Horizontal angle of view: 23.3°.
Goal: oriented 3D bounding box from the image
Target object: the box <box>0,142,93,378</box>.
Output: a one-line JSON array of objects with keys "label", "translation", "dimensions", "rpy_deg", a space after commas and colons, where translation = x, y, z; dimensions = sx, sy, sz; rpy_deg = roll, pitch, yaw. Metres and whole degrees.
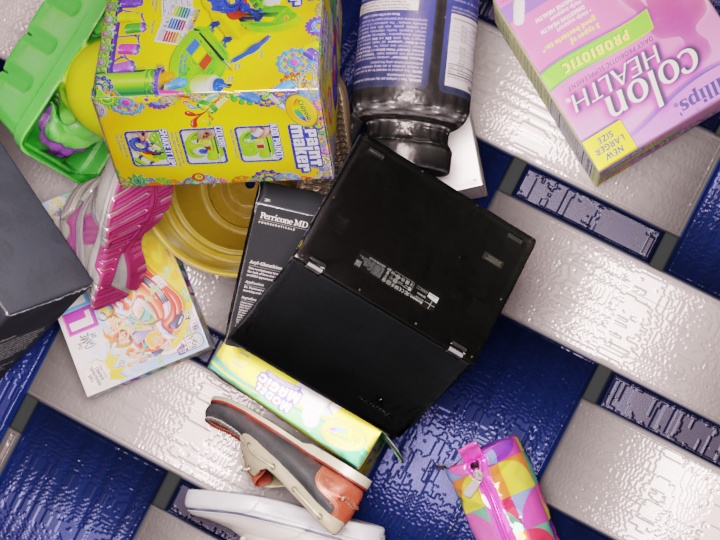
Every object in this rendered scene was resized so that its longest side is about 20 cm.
[{"label": "box", "translation": [-0.395, -0.002, 1.680], "dimensions": [0.197, 0.124, 0.200], "rpy_deg": [-41, 80, 35]}]

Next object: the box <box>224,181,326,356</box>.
[{"label": "box", "translation": [-0.012, 0.012, 1.600], "dimensions": [0.199, 0.079, 0.142], "rpy_deg": [13, 110, -5]}]

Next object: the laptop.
[{"label": "laptop", "translation": [0.018, 0.017, 1.558], "dimensions": [0.187, 0.116, 0.200], "rpy_deg": [31, 77, -12]}]

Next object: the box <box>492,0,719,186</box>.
[{"label": "box", "translation": [0.252, -0.215, 1.688], "dimensions": [0.176, 0.097, 0.200], "rpy_deg": [-30, 83, 2]}]

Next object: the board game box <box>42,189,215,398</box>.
[{"label": "board game box", "translation": [-0.244, 0.010, 1.750], "dimensions": [0.134, 0.034, 0.200], "rpy_deg": [-23, 83, 4]}]

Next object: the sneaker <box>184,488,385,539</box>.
[{"label": "sneaker", "translation": [-0.078, 0.259, 1.691], "dimensions": [0.199, 0.073, 0.071], "rpy_deg": [13, 83, 7]}]

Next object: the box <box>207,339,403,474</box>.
[{"label": "box", "translation": [-0.048, 0.136, 1.676], "dimensions": [0.200, 0.117, 0.048], "rpy_deg": [31, 83, 8]}]

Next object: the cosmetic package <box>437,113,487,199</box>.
[{"label": "cosmetic package", "translation": [0.080, -0.170, 1.709], "dimensions": [0.050, 0.083, 0.201], "rpy_deg": [-11, 83, 4]}]

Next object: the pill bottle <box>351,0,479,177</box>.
[{"label": "pill bottle", "translation": [0.050, -0.191, 1.618], "dimensions": [0.111, 0.112, 0.201], "rpy_deg": [6, 86, 6]}]

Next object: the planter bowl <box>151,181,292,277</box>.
[{"label": "planter bowl", "translation": [-0.114, -0.090, 1.721], "dimensions": [0.200, 0.083, 0.201], "rpy_deg": [0, 85, 5]}]

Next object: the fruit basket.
[{"label": "fruit basket", "translation": [-0.243, -0.181, 1.699], "dimensions": [0.215, 0.155, 0.216], "rpy_deg": [-7, 72, 22]}]

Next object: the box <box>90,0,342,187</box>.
[{"label": "box", "translation": [-0.118, -0.190, 1.523], "dimensions": [0.192, 0.122, 0.200], "rpy_deg": [-2, 53, 6]}]

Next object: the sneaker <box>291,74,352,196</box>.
[{"label": "sneaker", "translation": [-0.032, -0.097, 1.644], "dimensions": [0.070, 0.076, 0.201], "rpy_deg": [2, 107, 0]}]

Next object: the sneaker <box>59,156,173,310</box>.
[{"label": "sneaker", "translation": [-0.244, -0.056, 1.661], "dimensions": [0.088, 0.081, 0.200], "rpy_deg": [45, 133, 21]}]

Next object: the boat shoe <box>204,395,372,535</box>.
[{"label": "boat shoe", "translation": [-0.080, 0.183, 1.674], "dimensions": [0.200, 0.071, 0.063], "rpy_deg": [27, 83, 31]}]

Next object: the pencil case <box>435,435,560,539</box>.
[{"label": "pencil case", "translation": [0.148, 0.255, 1.663], "dimensions": [0.088, 0.088, 0.200], "rpy_deg": [-25, 84, 3]}]
